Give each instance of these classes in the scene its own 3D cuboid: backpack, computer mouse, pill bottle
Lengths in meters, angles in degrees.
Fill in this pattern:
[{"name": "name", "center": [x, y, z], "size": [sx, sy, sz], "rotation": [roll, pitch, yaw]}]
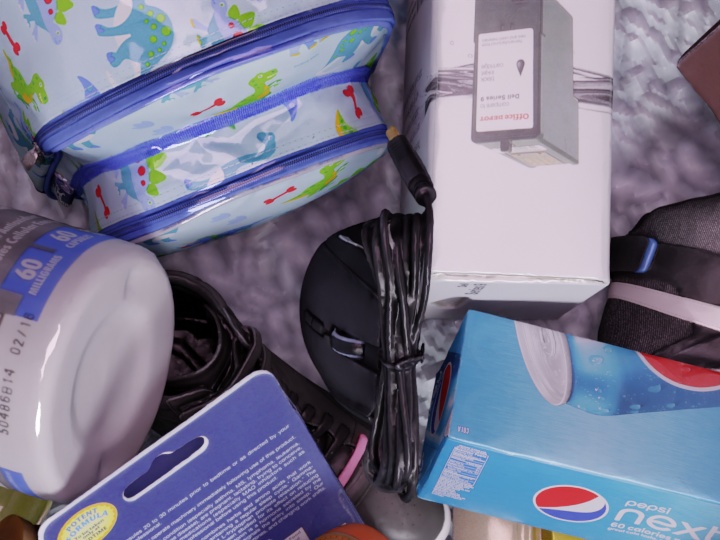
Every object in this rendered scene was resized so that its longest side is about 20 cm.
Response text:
[{"name": "backpack", "center": [-0.069, -0.091, 1.209], "size": [0.182, 0.200, 0.147], "rotation": [-22, 84, -7]}, {"name": "computer mouse", "center": [0.000, 0.000, 1.190], "size": [0.046, 0.200, 0.141], "rotation": [2, 111, -5]}, {"name": "pill bottle", "center": [-0.190, 0.020, 1.175], "size": [0.199, 0.114, 0.114], "rotation": [15, 81, 22]}]

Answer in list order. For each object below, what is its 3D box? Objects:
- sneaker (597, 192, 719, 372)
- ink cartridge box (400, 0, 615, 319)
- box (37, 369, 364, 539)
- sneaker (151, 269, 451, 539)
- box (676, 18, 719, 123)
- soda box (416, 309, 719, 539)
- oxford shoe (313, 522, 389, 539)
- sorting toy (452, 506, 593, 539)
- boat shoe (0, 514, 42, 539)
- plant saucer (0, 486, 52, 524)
[{"name": "sneaker", "center": [0.211, 0.013, 1.274], "size": [0.199, 0.073, 0.112], "rotation": [6, 83, -1]}, {"name": "ink cartridge box", "center": [0.064, -0.083, 1.243], "size": [0.084, 0.146, 0.201], "rotation": [3, 83, -4]}, {"name": "box", "center": [-0.058, 0.127, 1.196], "size": [0.121, 0.200, 0.032], "rotation": [-35, 46, -7]}, {"name": "sneaker", "center": [-0.044, 0.069, 1.240], "size": [0.200, 0.099, 0.071], "rotation": [34, 80, 0]}, {"name": "box", "center": [0.286, -0.083, 1.220], "size": [0.164, 0.166, 0.200], "rotation": [-32, 84, -36]}, {"name": "soda box", "center": [0.131, 0.082, 1.224], "size": [0.199, 0.064, 0.068], "rotation": [14, 58, -6]}, {"name": "oxford shoe", "center": [-0.038, 0.204, 1.188], "size": [0.071, 0.072, 0.201], "rotation": [25, 114, 32]}, {"name": "sorting toy", "center": [0.142, 0.169, 1.260], "size": [0.199, 0.036, 0.186], "rotation": [2, 82, -9]}, {"name": "boat shoe", "center": [-0.162, 0.208, 1.224], "size": [0.070, 0.070, 0.201], "rotation": [18, 98, -22]}, {"name": "plant saucer", "center": [-0.232, 0.067, 1.263], "size": [0.199, 0.031, 0.201], "rotation": [1, 83, -4]}]
